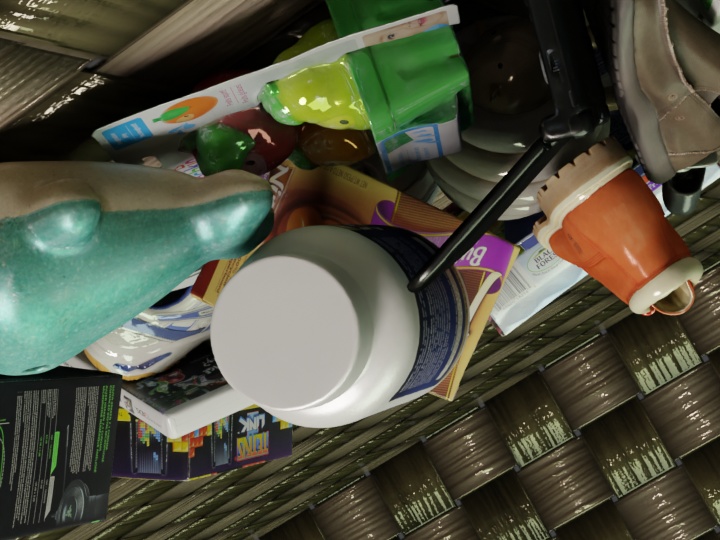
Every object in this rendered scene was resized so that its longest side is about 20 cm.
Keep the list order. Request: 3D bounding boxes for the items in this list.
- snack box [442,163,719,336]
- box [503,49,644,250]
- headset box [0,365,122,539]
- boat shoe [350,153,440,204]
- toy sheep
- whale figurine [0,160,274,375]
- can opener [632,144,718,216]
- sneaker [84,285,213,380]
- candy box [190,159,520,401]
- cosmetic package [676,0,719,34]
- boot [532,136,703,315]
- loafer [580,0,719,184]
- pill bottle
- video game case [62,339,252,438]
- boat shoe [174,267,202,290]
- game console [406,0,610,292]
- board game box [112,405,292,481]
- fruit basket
[{"bbox_3d":[0.158,-0.055,1.405,0.200,0.053,0.142,-36,-154,10],"label":"snack box"},{"bbox_3d":[0.157,-0.089,1.351,0.121,0.032,0.200,-33,-156,24],"label":"box"},{"bbox_3d":[-0.254,0.093,1.074,0.174,0.093,0.200,7,-179,19],"label":"headset box"},{"bbox_3d":[-0.010,-0.044,1.274,0.200,0.074,0.065,-41,169,-28],"label":"boat shoe"},{"bbox_3d":[0.100,-0.096,1.218,0.138,0.138,0.200,-26,152,-13],"label":"toy sheep"},{"bbox_3d":[-0.142,-0.002,1.001,0.200,0.104,0.159,-7,168,-5],"label":"whale figurine"},{"bbox_3d":[0.198,-0.113,1.250,0.053,0.200,0.067,2,127,0],"label":"can opener"},{"bbox_3d":[-0.099,0.003,1.302,0.200,0.075,0.088,-30,148,-32],"label":"sneaker"},{"bbox_3d":[0.000,0.000,1.223,0.200,0.056,0.117,24,90,-37],"label":"candy box"},{"bbox_3d":[0.211,-0.193,1.116,0.085,0.108,0.200,-30,167,-4],"label":"cosmetic package"},{"bbox_3d":[0.165,-0.011,1.179,0.075,0.107,0.200,-38,171,4],"label":"boot"},{"bbox_3d":[0.172,-0.126,1.063,0.071,0.073,0.200,-22,151,7],"label":"loafer"},{"bbox_3d":[-0.012,0.029,1.060,0.111,0.111,0.200,-32,173,14],"label":"pill bottle"},{"bbox_3d":[-0.098,0.049,1.358,0.200,0.023,0.182,-22,-153,-30],"label":"video game case"},{"bbox_3d":[-0.151,-0.006,1.161,0.200,0.070,0.066,-19,159,-43],"label":"boat shoe"},{"bbox_3d":[0.071,-0.095,1.033,0.116,0.176,0.200,-15,-176,11],"label":"game console"},{"bbox_3d":[-0.177,0.123,1.454,0.200,0.057,0.165,0,180,26],"label":"board game box"},{"bbox_3d":[-0.034,-0.082,1.048,0.200,0.094,0.185,-25,169,-1],"label":"fruit basket"}]
